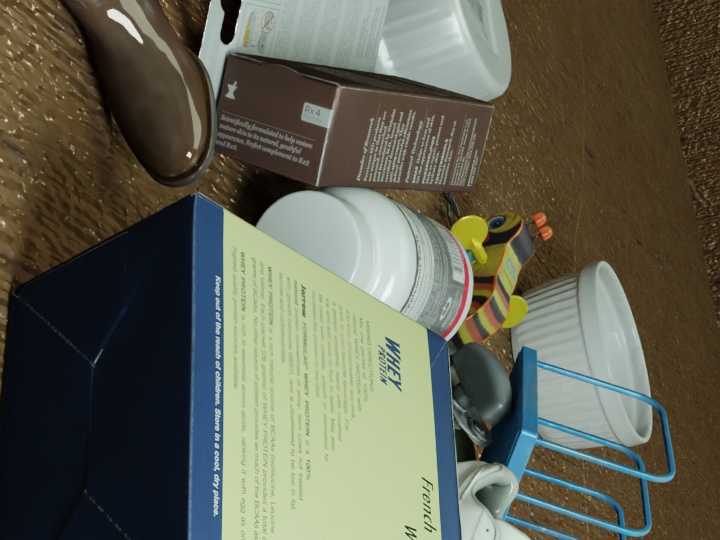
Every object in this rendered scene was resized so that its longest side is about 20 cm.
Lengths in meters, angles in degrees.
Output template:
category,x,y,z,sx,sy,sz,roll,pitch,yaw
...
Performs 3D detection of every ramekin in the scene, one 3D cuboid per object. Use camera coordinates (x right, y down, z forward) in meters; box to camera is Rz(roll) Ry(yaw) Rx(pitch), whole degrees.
category,x,y,z,sx,sy,sz,roll,pitch,yaw
ramekin,0.071,-0.242,1.490,0.200,0.097,0.202,-15,90,-71
ramekin,0.237,0.099,1.688,0.200,0.104,0.202,-16,90,-70

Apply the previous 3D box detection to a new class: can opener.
category,x,y,z,sx,sy,sz,roll,pitch,yaw
can opener,0.060,0.053,1.217,0.053,0.066,0.201,34,19,-50

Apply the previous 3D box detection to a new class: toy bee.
category,x,y,z,sx,sy,sz,roll,pitch,yaw
toy bee,0.122,-0.018,1.458,0.131,0.108,0.202,42,38,-53

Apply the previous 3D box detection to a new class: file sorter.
category,x,y,z,sx,sy,sz,roll,pitch,yaw
file sorter,0.145,0.191,1.190,0.139,0.122,0.201,-74,-178,-67

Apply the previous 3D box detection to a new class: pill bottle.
category,x,y,z,sx,sy,sz,roll,pitch,yaw
pill bottle,0.000,0.000,1.107,0.200,0.110,0.112,20,58,-66

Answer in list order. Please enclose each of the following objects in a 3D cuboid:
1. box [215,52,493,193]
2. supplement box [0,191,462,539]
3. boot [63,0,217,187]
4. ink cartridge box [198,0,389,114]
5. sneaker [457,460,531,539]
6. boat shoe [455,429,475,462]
category,x,y,z,sx,sy,sz,roll,pitch,yaw
box,-0.001,-0.101,1.100,0.199,0.100,0.076,1,106,-55
supplement box,-0.060,0.107,0.771,0.199,0.134,0.201,30,47,-43
boot,-0.161,-0.147,0.844,0.188,0.064,0.200,67,14,17
ink cartridge box,-0.054,-0.188,1.112,0.199,0.057,0.164,1,105,-51
sneaker,0.062,0.198,1.004,0.078,0.099,0.201,52,34,-40
boat shoe,0.042,0.177,1.164,0.202,0.063,0.074,-68,138,-64
